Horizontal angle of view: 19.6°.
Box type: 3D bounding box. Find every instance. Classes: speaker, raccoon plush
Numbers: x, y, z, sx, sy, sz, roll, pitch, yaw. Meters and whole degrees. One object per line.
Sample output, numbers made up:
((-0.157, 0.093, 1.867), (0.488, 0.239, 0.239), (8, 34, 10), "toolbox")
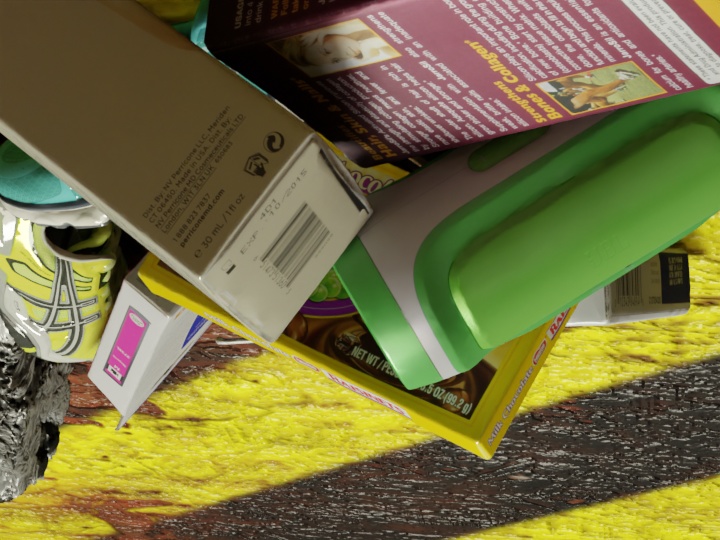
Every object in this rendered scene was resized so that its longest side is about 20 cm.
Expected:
((0.086, -0.033, 0.863), (0.199, 0.089, 0.089), (-32, 152, 1), "speaker")
((-0.262, 0.058, 1.338), (0.133, 0.097, 0.201), (16, 129, 11), "raccoon plush")

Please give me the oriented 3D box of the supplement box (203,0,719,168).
((0.053, -0.115, 0.785), (0.199, 0.087, 0.110), (-11, 151, 35), "supplement box")

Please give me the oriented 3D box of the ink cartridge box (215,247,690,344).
((0.053, 0.010, 1.057), (0.198, 0.044, 0.196), (-2, 180, 19), "ink cartridge box")

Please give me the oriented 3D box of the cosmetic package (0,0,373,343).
((-0.099, -0.066, 0.823), (0.199, 0.071, 0.105), (37, 176, 19), "cosmetic package")

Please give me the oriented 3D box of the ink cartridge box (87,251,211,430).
((-0.100, 0.017, 1.131), (0.037, 0.095, 0.200), (38, 155, 4), "ink cartridge box")

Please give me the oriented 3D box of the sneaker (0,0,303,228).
((-0.105, -0.080, 0.960), (0.199, 0.078, 0.080), (-20, 127, 39), "sneaker")

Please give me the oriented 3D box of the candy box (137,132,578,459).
((0.000, 0.000, 0.956), (0.199, 0.103, 0.026), (24, 164, 28), "candy box")

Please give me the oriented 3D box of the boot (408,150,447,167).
((0.058, -0.057, 0.955), (0.199, 0.074, 0.075), (21, 163, -36), "boot")

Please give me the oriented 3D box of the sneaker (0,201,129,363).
((-0.159, -0.002, 1.130), (0.076, 0.076, 0.200), (-2, 157, 21), "sneaker")
